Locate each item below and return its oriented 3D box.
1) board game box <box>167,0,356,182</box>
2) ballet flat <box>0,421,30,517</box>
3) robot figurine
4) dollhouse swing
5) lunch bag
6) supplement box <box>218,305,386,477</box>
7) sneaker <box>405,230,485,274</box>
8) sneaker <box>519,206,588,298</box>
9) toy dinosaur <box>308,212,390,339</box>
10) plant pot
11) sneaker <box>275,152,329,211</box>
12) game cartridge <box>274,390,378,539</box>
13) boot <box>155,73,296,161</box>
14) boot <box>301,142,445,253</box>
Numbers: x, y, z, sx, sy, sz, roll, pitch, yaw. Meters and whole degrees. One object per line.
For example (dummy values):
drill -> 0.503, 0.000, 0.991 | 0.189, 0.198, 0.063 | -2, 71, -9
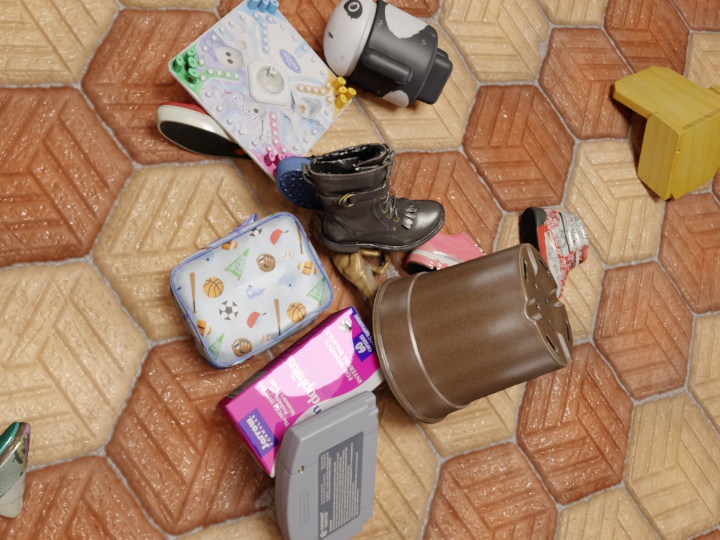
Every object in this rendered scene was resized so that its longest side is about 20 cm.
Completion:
board game box -> -0.122, -0.258, 0.747 | 0.200, 0.026, 0.202 | 45, 59, -16
ballet flat -> -0.408, 0.256, 0.577 | 0.071, 0.069, 0.201 | 48, 70, -24
robot figurine -> 0.041, -0.329, 0.828 | 0.195, 0.150, 0.128 | 20, 85, -15
dollhouse swing -> 0.588, -0.271, 1.067 | 0.197, 0.175, 0.186 | -25, 129, -23
lunch bag -> -0.139, 0.020, 0.717 | 0.197, 0.075, 0.163 | -29, 87, -22
supplement box -> -0.070, 0.148, 0.700 | 0.198, 0.103, 0.102 | -37, 93, -21
sneaker -> 0.167, -0.014, 0.836 | 0.195, 0.074, 0.089 | 20, 71, -15
sneaker -> 0.323, -0.001, 0.894 | 0.105, 0.067, 0.208 | 4, 75, -16
toy dinosaur -> 0.000, 0.000, 0.779 | 0.105, 0.061, 0.201 | -30, 68, -19
plant pot -> 0.150, 0.073, 0.702 | 0.199, 0.195, 0.205 | 33, 45, -42
sneaker -> -0.045, -0.129, 0.756 | 0.198, 0.069, 0.080 | 15, 56, -53
game cartridge -> -0.039, 0.252, 0.658 | 0.130, 0.041, 0.205 | -14, 119, -31
boot -> -0.178, -0.235, 0.761 | 0.195, 0.072, 0.149 | 6, 76, -27
boot -> 0.027, -0.093, 0.695 | 0.194, 0.175, 0.071 | -11, 62, -8
